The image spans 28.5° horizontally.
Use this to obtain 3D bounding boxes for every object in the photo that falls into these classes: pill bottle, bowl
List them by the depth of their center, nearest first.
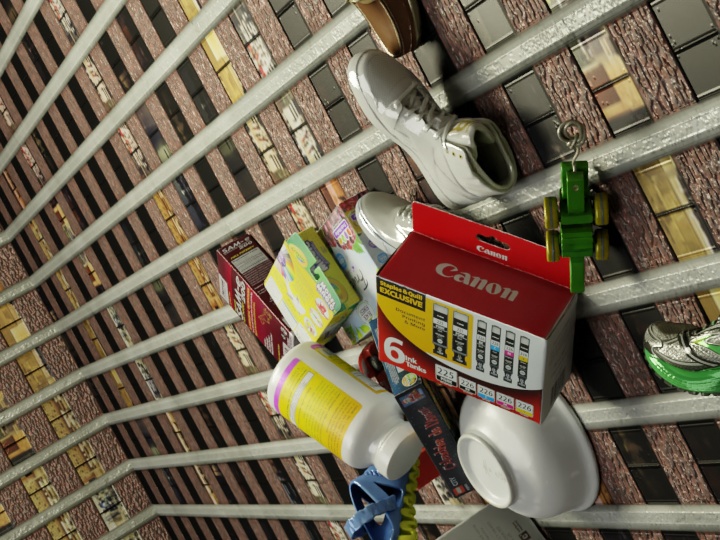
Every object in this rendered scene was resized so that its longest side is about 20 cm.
[{"bbox_3d":[0.174,0.210,1.632,0.201,0.090,0.202,45,152,32],"label":"bowl"},{"bbox_3d":[-0.016,0.180,1.790,0.199,0.104,0.105,33,145,30],"label":"pill bottle"}]

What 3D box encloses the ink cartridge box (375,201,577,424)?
[{"bbox_3d":[0.120,0.043,1.484,0.199,0.084,0.177,20,138,23],"label":"ink cartridge box"}]

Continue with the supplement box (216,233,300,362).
[{"bbox_3d":[-0.133,0.052,2.093,0.200,0.061,0.109,46,153,31],"label":"supplement box"}]

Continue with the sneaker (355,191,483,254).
[{"bbox_3d":[0.075,-0.046,1.581,0.199,0.073,0.071,32,143,30],"label":"sneaker"}]

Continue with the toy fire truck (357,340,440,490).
[{"bbox_3d":[0.055,0.189,1.891,0.201,0.049,0.141,58,155,5],"label":"toy fire truck"}]

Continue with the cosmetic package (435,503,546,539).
[{"bbox_3d":[0.152,0.417,1.809,0.165,0.164,0.200,53,154,16],"label":"cosmetic package"}]

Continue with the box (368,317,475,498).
[{"bbox_3d":[0.078,0.162,1.709,0.201,0.037,0.137,60,-174,-39],"label":"box"}]

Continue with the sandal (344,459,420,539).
[{"bbox_3d":[0.025,0.278,1.793,0.201,0.086,0.080,-90,25,-49],"label":"sandal"}]

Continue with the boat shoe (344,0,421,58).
[{"bbox_3d":[-0.007,-0.306,1.438,0.075,0.074,0.201,-1,118,63],"label":"boat shoe"}]

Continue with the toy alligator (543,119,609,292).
[{"bbox_3d":[0.201,-0.069,1.327,0.054,0.059,0.201,-85,-11,-51],"label":"toy alligator"}]

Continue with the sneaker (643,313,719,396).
[{"bbox_3d":[0.324,0.057,1.212,0.199,0.078,0.086,1,112,52],"label":"sneaker"}]

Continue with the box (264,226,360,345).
[{"bbox_3d":[-0.063,0.023,1.817,0.118,0.048,0.200,57,161,9],"label":"box"}]

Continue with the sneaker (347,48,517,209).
[{"bbox_3d":[0.080,-0.152,1.430,0.200,0.074,0.115,48,157,-16],"label":"sneaker"}]

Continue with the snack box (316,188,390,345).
[{"bbox_3d":[0.000,0.000,1.786,0.143,0.053,0.200,57,157,7],"label":"snack box"}]
